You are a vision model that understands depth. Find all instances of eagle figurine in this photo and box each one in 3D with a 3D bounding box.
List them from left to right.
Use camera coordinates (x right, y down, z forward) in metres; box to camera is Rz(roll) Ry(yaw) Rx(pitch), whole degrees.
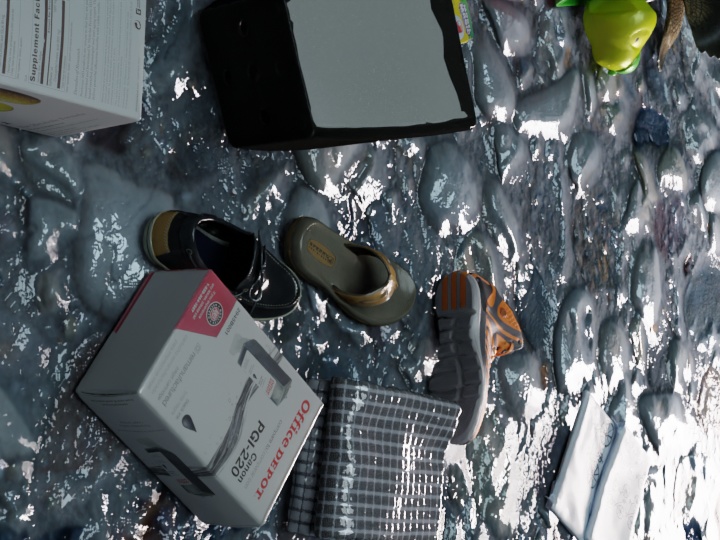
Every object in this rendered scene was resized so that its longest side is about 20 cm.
[{"bbox_3d":[0.455,-0.397,2.046,0.200,0.151,0.152,61,17,-11],"label":"eagle figurine"}]

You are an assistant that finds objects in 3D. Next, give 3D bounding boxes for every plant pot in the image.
[{"bbox_3d":[-0.035,-0.208,1.380,0.177,0.199,0.200,-20,103,-39],"label":"plant pot"}]

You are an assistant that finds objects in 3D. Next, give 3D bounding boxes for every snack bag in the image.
[{"bbox_3d":[0.319,0.279,1.898,0.200,0.021,0.189,49,52,-36],"label":"snack bag"}]

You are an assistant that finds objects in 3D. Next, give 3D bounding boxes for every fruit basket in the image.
[{"bbox_3d":[0.352,-0.373,1.915,0.216,0.155,0.216,25,52,-37],"label":"fruit basket"}]

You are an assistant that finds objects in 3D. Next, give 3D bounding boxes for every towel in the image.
[{"bbox_3d":[0.019,0.199,1.482,0.200,0.086,0.166,15,76,-50],"label":"towel"}]

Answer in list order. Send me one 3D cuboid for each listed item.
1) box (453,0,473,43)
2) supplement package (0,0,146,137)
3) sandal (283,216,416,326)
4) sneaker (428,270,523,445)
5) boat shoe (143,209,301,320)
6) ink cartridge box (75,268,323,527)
[{"bbox_3d":[0.053,-0.296,1.601,0.200,0.048,0.117,-24,105,-47],"label":"box"},{"bbox_3d":[-0.280,-0.181,1.123,0.200,0.114,0.110,10,78,-49],"label":"supplement package"},{"bbox_3d":[0.000,0.000,1.500,0.200,0.055,0.082,37,59,-43],"label":"sandal"},{"bbox_3d":[0.141,0.105,1.648,0.112,0.078,0.200,19,72,-48],"label":"sneaker"},{"bbox_3d":[-0.116,-0.003,1.352,0.200,0.062,0.075,31,61,-47],"label":"boat shoe"},{"bbox_3d":[-0.138,0.116,1.296,0.200,0.085,0.146,54,48,-35],"label":"ink cartridge box"}]
